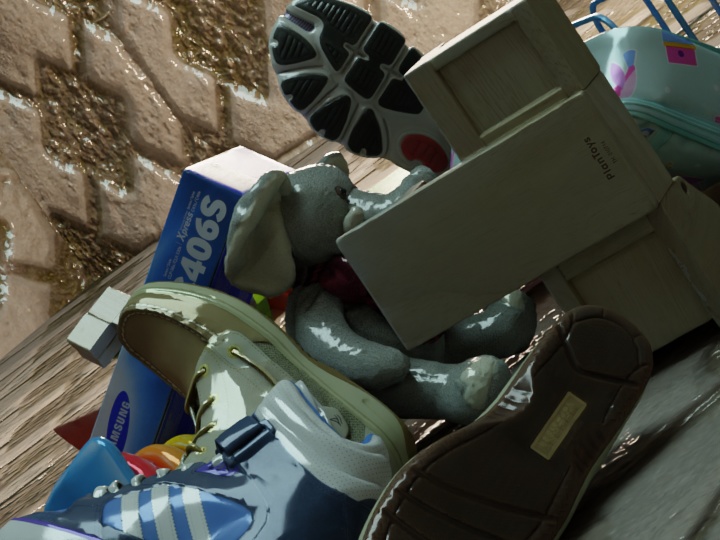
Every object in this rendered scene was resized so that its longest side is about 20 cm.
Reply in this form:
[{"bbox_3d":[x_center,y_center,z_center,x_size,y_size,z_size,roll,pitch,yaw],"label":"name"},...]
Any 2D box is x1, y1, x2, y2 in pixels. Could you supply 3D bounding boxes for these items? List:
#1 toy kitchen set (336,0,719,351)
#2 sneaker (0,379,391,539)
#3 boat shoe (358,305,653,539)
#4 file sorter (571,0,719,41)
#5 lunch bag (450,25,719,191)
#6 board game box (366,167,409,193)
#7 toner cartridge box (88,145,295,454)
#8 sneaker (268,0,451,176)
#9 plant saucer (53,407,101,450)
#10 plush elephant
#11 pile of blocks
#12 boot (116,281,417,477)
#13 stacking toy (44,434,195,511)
[{"bbox_3d":[0.100,-0.044,1.432,0.163,0.200,0.180,-31,8,26],"label":"toy kitchen set"},{"bbox_3d":[-0.078,0.119,1.352,0.199,0.081,0.147,9,55,33],"label":"sneaker"},{"bbox_3d":[0.065,0.104,1.217,0.202,0.075,0.075,-41,-14,-33],"label":"boat shoe"},{"bbox_3d":[0.222,-0.157,1.949,0.200,0.123,0.139,-37,7,-17],"label":"file sorter"},{"bbox_3d":[0.149,-0.070,1.561,0.200,0.160,0.077,-28,53,51],"label":"lunch bag"},{"bbox_3d":[0.047,-0.048,1.760,0.200,0.048,0.102,-36,8,-28],"label":"board game box"},{"bbox_3d":[-0.105,0.028,1.623,0.095,0.043,0.201,-27,-40,-67],"label":"toner cartridge box"},{"bbox_3d":[0.021,-0.100,1.660,0.081,0.200,0.083,-54,22,2],"label":"sneaker"},{"bbox_3d":[-0.088,0.091,1.856,0.199,0.037,0.199,-13,-6,-32],"label":"plant saucer"},{"bbox_3d":[0.000,0.000,1.579,0.199,0.155,0.165,-5,16,20],"label":"plush elephant"},{"bbox_3d":[-0.100,0.040,1.743,0.062,0.082,0.200,23,29,38],"label":"pile of blocks"},{"bbox_3d":[-0.088,0.098,1.482,0.155,0.200,0.072,-43,-23,-38],"label":"boot"},{"bbox_3d":[-0.079,0.133,1.581,0.200,0.110,0.116,-25,-17,-36],"label":"stacking toy"}]
